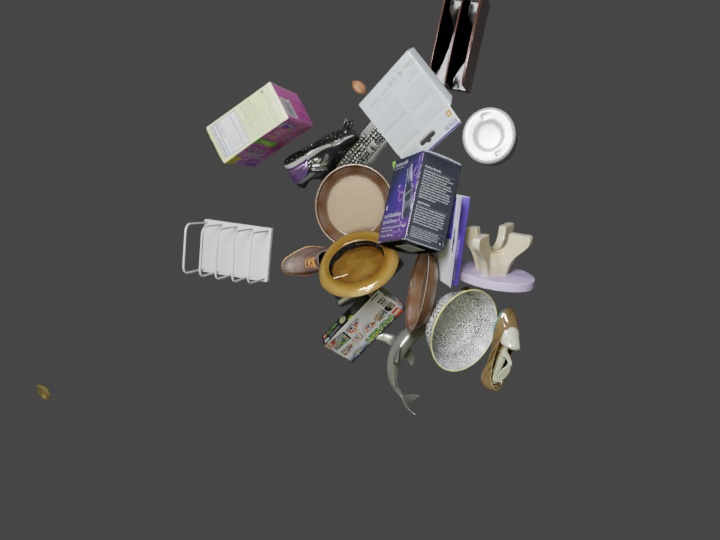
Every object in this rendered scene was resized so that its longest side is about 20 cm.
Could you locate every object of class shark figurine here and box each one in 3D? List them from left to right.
[{"bbox_3d":[0.096,0.236,1.586,0.124,0.090,0.221,6,94,-1],"label":"shark figurine"}]

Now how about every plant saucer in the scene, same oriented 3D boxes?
[{"bbox_3d":[-0.013,-0.158,1.591,0.194,0.037,0.206,1,98,4],"label":"plant saucer"},{"bbox_3d":[0.147,0.046,1.514,0.036,0.201,0.206,10,99,-6],"label":"plant saucer"}]

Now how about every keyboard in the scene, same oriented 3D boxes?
[{"bbox_3d":[-0.029,-0.292,1.609,0.127,0.021,0.201,44,104,7],"label":"keyboard"}]

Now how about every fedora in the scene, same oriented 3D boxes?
[{"bbox_3d":[0.000,0.000,1.534,0.195,0.083,0.205,-9,52,11],"label":"fedora"}]

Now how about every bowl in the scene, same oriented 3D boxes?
[{"bbox_3d":[0.220,0.125,1.528,0.094,0.197,0.206,32,107,53],"label":"bowl"}]

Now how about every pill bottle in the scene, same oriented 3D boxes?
[{"bbox_3d":[0.290,-0.291,1.427,0.111,0.200,0.117,2,97,15],"label":"pill bottle"}]

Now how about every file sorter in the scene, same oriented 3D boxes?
[{"bbox_3d":[-0.343,-0.048,1.668,0.195,0.124,0.143,8,99,14],"label":"file sorter"}]

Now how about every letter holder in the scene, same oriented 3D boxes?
[{"bbox_3d":[0.217,-0.520,1.453,0.098,0.142,0.206,14,100,13],"label":"letter holder"}]

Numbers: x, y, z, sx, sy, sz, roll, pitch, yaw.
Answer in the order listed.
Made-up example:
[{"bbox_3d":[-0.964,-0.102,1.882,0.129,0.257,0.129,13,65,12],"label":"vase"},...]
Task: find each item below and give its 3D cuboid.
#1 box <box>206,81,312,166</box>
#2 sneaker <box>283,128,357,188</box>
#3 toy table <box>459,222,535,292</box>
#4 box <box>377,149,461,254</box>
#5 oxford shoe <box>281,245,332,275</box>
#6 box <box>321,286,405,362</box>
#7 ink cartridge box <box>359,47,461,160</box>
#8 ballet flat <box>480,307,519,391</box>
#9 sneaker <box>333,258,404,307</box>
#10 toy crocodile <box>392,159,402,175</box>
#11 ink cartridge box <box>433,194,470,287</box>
[{"bbox_3d":[-0.242,-0.351,1.580,0.197,0.176,0.098,-29,88,16],"label":"box"},{"bbox_3d":[-0.086,-0.275,1.594,0.196,0.076,0.089,-25,117,11],"label":"sneaker"},{"bbox_3d":[0.305,-0.035,1.473,0.195,0.183,0.120,9,110,25],"label":"toy table"},{"bbox_3d":[0.130,-0.148,1.447,0.102,0.147,0.206,15,82,-22],"label":"box"},{"bbox_3d":[-0.117,-0.028,1.633,0.195,0.073,0.073,-13,93,17],"label":"oxford shoe"},{"bbox_3d":[0.007,0.132,1.603,0.200,0.035,0.109,-46,127,14],"label":"box"},{"bbox_3d":[0.118,-0.372,1.501,0.201,0.041,0.199,52,134,-3],"label":"ink cartridge box"},{"bbox_3d":[0.339,0.194,1.527,0.066,0.072,0.205,13,101,-22],"label":"ballet flat"},{"bbox_3d":[0.013,0.008,1.606,0.197,0.070,0.083,-31,76,10],"label":"sneaker"},{"bbox_3d":[0.118,-0.166,1.556,0.066,0.061,0.205,-23,99,-25],"label":"toy crocodile"},{"bbox_3d":[0.207,-0.073,1.477,0.042,0.200,0.204,5,98,-8],"label":"ink cartridge box"}]
